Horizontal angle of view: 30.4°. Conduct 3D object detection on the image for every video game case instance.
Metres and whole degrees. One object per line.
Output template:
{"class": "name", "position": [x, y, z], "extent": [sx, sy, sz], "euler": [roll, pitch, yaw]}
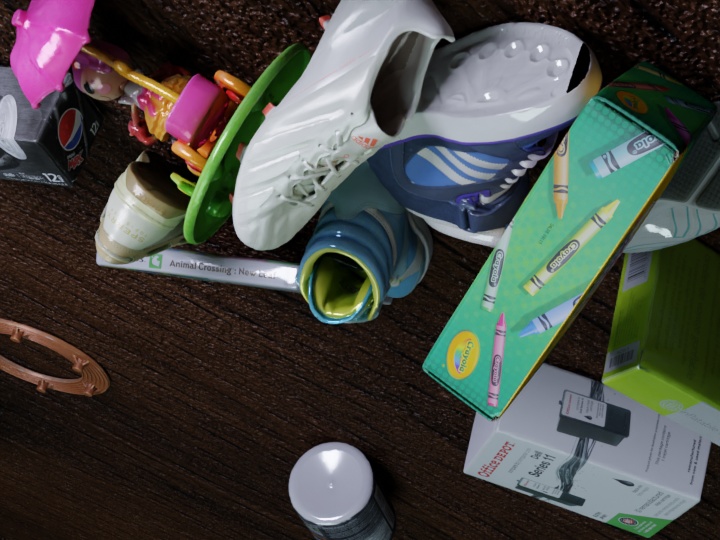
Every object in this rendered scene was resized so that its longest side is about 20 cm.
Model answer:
{"class": "video game case", "position": [-0.090, 0.003, 1.105], "extent": [0.181, 0.022, 0.200], "euler": [7, 178, 23]}

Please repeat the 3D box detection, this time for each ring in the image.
{"class": "ring", "position": [-0.405, 0.111, 1.630], "extent": [0.199, 0.019, 0.201], "euler": [16, 155, 7]}

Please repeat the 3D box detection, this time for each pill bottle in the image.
{"class": "pill bottle", "position": [-0.016, 0.297, 1.635], "extent": [0.106, 0.107, 0.200], "euler": [9, 153, 18]}

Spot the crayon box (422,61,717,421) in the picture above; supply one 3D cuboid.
{"class": "crayon box", "position": [0.124, -0.019, 0.785], "extent": [0.058, 0.119, 0.201], "euler": [36, 119, 10]}

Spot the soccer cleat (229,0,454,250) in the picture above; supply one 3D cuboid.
{"class": "soccer cleat", "position": [-0.016, -0.085, 0.803], "extent": [0.069, 0.201, 0.078], "euler": [-1, -141, -50]}

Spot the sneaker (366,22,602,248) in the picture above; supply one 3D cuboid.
{"class": "sneaker", "position": [0.095, -0.075, 0.845], "extent": [0.199, 0.081, 0.146], "euler": [-4, 144, 43]}

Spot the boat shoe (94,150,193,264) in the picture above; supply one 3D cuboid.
{"class": "boat shoe", "position": [-0.157, -0.044, 1.009], "extent": [0.073, 0.063, 0.201], "euler": [37, -173, -6]}

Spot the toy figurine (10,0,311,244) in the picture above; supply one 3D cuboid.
{"class": "toy figurine", "position": [-0.146, -0.127, 0.903], "extent": [0.184, 0.151, 0.200], "euler": [31, 180, 4]}

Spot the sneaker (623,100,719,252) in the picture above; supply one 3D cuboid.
{"class": "sneaker", "position": [0.212, -0.055, 0.845], "extent": [0.080, 0.071, 0.200], "euler": [8, 162, -41]}

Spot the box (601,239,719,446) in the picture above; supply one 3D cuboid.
{"class": "box", "position": [0.273, 0.064, 0.960], "extent": [0.199, 0.122, 0.048], "euler": [29, 149, -20]}

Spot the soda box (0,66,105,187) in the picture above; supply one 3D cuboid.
{"class": "soda box", "position": [-0.309, -0.119, 1.047], "extent": [0.199, 0.071, 0.063], "euler": [7, 152, 23]}

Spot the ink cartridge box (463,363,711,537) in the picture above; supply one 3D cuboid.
{"class": "ink cartridge box", "position": [0.211, 0.168, 1.252], "extent": [0.199, 0.083, 0.147], "euler": [19, 154, 1]}

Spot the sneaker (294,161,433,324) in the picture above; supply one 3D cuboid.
{"class": "sneaker", "position": [0.000, 0.000, 1.006], "extent": [0.079, 0.131, 0.200], "euler": [9, 153, 17]}
